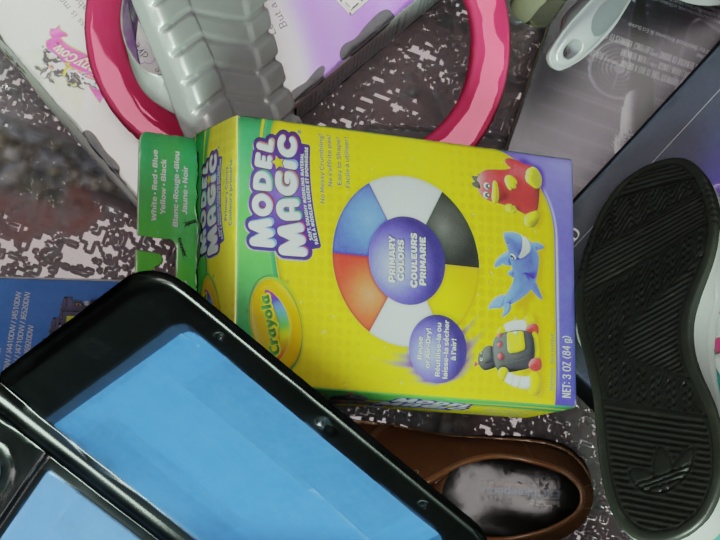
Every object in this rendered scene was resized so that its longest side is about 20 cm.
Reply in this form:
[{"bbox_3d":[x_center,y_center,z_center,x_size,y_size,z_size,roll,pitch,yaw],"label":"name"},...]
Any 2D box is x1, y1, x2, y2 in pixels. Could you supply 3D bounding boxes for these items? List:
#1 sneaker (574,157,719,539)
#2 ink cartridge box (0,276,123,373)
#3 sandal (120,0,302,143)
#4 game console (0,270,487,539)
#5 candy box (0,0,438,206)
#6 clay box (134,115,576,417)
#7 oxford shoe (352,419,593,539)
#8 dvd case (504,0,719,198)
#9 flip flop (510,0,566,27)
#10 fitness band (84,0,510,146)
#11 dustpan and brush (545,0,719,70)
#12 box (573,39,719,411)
[{"bbox_3d":[0.159,0.057,1.077,0.083,0.121,0.201,-18,50,27],"label":"sneaker"},{"bbox_3d":[-0.145,0.061,1.117,0.199,0.137,0.077,3,66,11],"label":"ink cartridge box"},{"bbox_3d":[-0.078,-0.105,1.081,0.050,0.082,0.204,-13,93,40],"label":"sandal"},{"bbox_3d":[-0.081,0.126,1.001,0.200,0.116,0.176,40,72,-20],"label":"game console"},{"bbox_3d":[-0.077,-0.146,1.181,0.200,0.072,0.168,-40,88,-4],"label":"candy box"},{"bbox_3d":[0.000,0.000,1.051,0.199,0.048,0.116,5,79,-30],"label":"clay box"},{"bbox_3d":[0.014,0.106,1.165,0.198,0.071,0.072,-5,88,1],"label":"oxford shoe"},{"bbox_3d":[0.148,-0.058,1.206,0.148,0.016,0.201,19,85,0],"label":"dvd case"},{"bbox_3d":[0.075,-0.179,1.129,0.057,0.200,0.081,20,123,-10],"label":"flip flop"},{"bbox_3d":[-0.029,-0.110,1.129,0.199,0.037,0.145,11,89,-2],"label":"fitness band"},{"bbox_3d":[0.143,-0.163,1.141,0.200,0.057,0.140,-43,123,-17],"label":"dustpan and brush"},{"bbox_3d":[0.175,-0.012,1.158,0.141,0.079,0.200,43,87,4],"label":"box"}]
